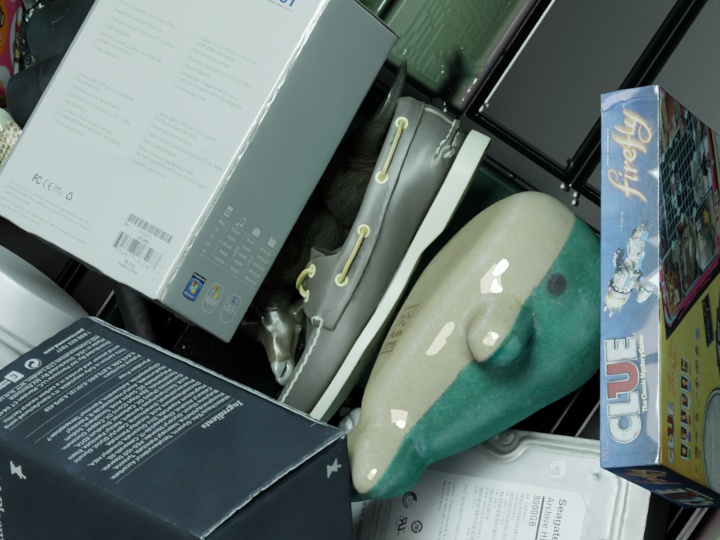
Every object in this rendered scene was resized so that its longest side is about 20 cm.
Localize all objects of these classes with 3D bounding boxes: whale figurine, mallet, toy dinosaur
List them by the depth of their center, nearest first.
[{"bbox_3d":[0.066,0.055,1.592,0.104,0.159,0.200,38,75,-9],"label":"whale figurine"},{"bbox_3d":[-0.031,-0.035,1.694,0.077,0.102,0.201,20,79,36],"label":"toy dinosaur"},{"bbox_3d":[-0.162,-0.032,1.749,0.066,0.041,0.201,-7,100,31],"label":"mallet"}]

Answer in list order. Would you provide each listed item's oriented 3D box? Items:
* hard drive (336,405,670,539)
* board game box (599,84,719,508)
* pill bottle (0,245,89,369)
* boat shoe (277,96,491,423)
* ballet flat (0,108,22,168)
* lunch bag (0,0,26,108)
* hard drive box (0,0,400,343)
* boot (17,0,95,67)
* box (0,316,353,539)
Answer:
[{"bbox_3d":[0.068,0.156,1.623,0.199,0.038,0.141,7,81,26],"label":"hard drive"},{"bbox_3d":[0.166,0.017,1.555,0.034,0.135,0.201,-5,75,25],"label":"board game box"},{"bbox_3d":[-0.256,0.085,1.754,0.113,0.113,0.200,38,95,28],"label":"pill bottle"},{"bbox_3d":[0.000,0.000,1.645,0.060,0.072,0.202,30,94,2],"label":"boat shoe"},{"bbox_3d":[-0.271,-0.069,1.817,0.199,0.068,0.076,-11,103,27],"label":"ballet flat"},{"bbox_3d":[-0.309,-0.153,1.782,0.175,0.200,0.083,1,78,12],"label":"lunch bag"},{"bbox_3d":[-0.097,-0.084,1.643,0.155,0.077,0.201,27,86,37],"label":"hard drive box"},{"bbox_3d":[-0.114,-0.127,1.763,0.162,0.073,0.199,-35,64,16],"label":"boot"},{"bbox_3d":[-0.110,0.161,1.595,0.196,0.124,0.201,21,129,34],"label":"box"}]
